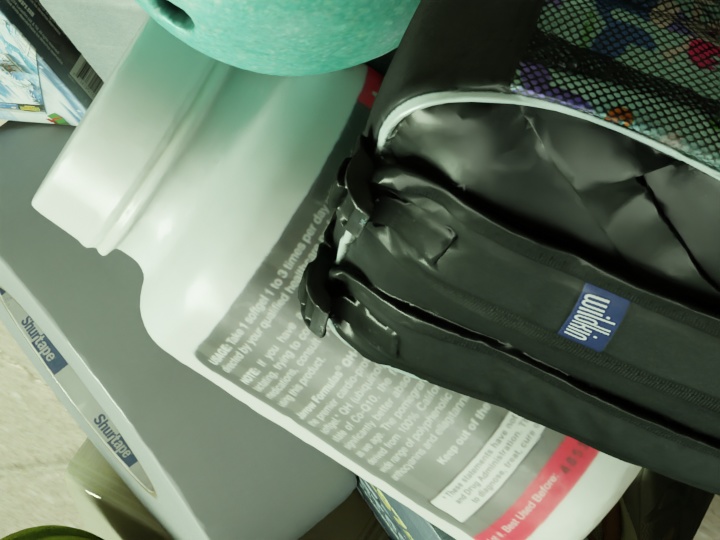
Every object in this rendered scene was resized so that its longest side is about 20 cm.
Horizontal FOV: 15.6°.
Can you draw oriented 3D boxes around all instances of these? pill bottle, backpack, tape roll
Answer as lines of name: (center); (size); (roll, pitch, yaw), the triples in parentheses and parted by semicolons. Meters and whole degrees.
pill bottle: (0.000, 0.000, 0.832); (0.199, 0.111, 0.111); (33, 157, -8)
backpack: (0.103, -0.018, 0.710); (0.199, 0.151, 0.178); (26, 155, 3)
tape roll: (-0.087, 0.028, 1.035); (0.201, 0.066, 0.200); (49, 169, 13)

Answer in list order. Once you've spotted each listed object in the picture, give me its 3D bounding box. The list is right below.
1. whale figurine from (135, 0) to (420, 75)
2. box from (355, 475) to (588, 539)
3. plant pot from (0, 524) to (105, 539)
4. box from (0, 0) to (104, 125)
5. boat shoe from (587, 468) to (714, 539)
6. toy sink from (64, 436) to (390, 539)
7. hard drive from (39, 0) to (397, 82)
whale figurine: (-0.054, -0.114, 0.756); (0.199, 0.104, 0.159); (8, 150, 42)
box: (0.043, 0.098, 1.007); (0.201, 0.051, 0.158); (55, 171, 15)
plant pot: (-0.058, 0.212, 1.060); (0.192, 0.201, 0.201); (2, 146, 32)
box: (-0.184, -0.131, 0.951); (0.136, 0.040, 0.200); (7, 148, 40)
boat shoe: (0.093, 0.056, 0.986); (0.074, 0.076, 0.201); (25, 149, 23)
toy sink: (-0.013, 0.118, 1.174); (0.199, 0.112, 0.131); (26, 157, 19)
hard drive: (-0.002, -0.058, 0.900); (0.199, 0.033, 0.140); (9, 149, 38)
